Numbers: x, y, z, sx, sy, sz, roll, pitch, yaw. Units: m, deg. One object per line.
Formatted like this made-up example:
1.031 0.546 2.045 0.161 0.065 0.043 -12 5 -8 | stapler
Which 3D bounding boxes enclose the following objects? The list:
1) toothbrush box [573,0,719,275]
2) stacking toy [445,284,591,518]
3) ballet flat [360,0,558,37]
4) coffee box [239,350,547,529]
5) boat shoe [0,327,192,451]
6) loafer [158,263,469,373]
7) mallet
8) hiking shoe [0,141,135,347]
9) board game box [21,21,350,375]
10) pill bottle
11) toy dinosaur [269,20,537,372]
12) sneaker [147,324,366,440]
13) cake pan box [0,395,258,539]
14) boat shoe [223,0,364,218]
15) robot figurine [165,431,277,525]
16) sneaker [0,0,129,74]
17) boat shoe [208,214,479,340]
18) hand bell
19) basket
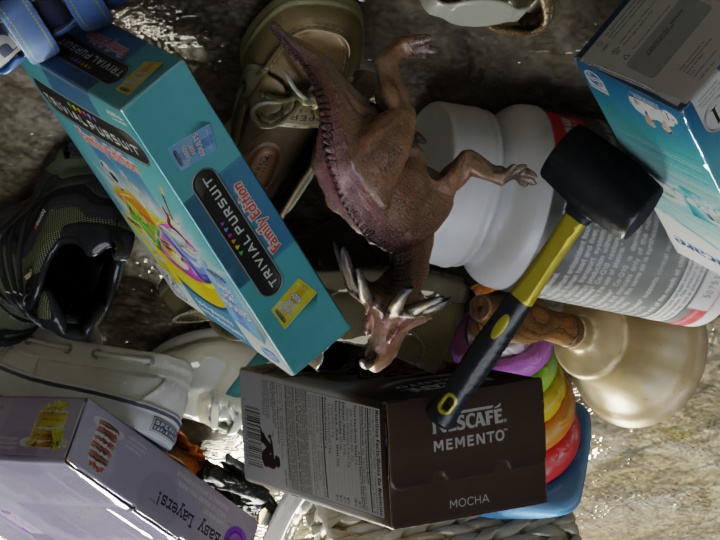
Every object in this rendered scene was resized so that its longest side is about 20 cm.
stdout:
0.223 -0.099 1.524 0.147 0.085 0.200 -50 140 -11 | toothbrush box
0.093 0.064 1.818 0.116 0.110 0.200 2 135 9 | stacking toy
0.026 -0.174 1.482 0.199 0.065 0.071 12 143 -21 | ballet flat
0.018 0.101 1.699 0.113 0.080 0.200 -7 -173 -28 | coffee box
-0.194 0.056 1.793 0.201 0.086 0.075 10 161 35 | boat shoe
-0.032 0.029 1.671 0.199 0.068 0.076 1 174 21 | loafer
0.104 0.016 1.551 0.066 0.041 0.200 31 112 13 | mallet
-0.199 0.005 1.690 0.076 0.101 0.200 15 141 -24 | hiking shoe
-0.103 -0.047 1.537 0.047 0.151 0.200 -40 123 -13 | board game box
0.128 -0.037 1.646 0.199 0.114 0.114 11 143 -20 | pill bottle
0.009 -0.045 1.508 0.086 0.136 0.200 -2 134 46 | toy dinosaur
-0.058 0.093 1.835 0.199 0.094 0.070 -1 146 -4 | sneaker
-0.191 0.146 1.798 0.184 0.052 0.200 0 151 41 | cake pan box
-0.042 -0.088 1.603 0.073 0.063 0.200 6 144 -12 | boat shoe
-0.152 0.150 1.920 0.145 0.058 0.200 -4 149 39 | robot figurine
-0.178 -0.150 1.486 0.199 0.082 0.074 -15 143 12 | sneaker
0.000 0.001 1.739 0.199 0.072 0.068 -14 170 19 | boat shoe
0.127 0.038 1.714 0.104 0.104 0.200 -26 157 30 | hand bell
0.048 0.200 1.928 0.199 0.124 0.136 -11 150 -24 | basket
